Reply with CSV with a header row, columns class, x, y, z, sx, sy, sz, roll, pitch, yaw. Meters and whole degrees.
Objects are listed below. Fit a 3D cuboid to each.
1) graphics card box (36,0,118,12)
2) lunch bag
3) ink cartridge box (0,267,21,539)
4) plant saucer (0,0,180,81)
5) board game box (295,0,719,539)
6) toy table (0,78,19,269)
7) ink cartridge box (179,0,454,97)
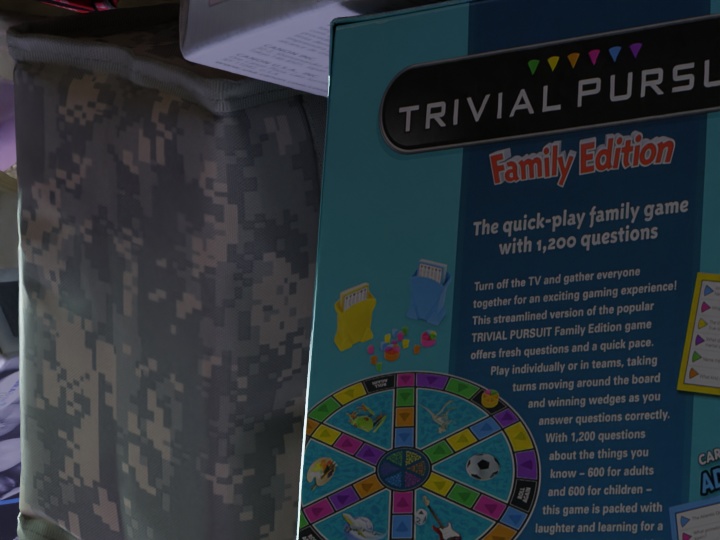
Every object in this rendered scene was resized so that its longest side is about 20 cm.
class,x,y,z,sx,sy,sz,roll,pitch,yaw
graphics card box,-0.167,-0.123,0.785,0.199,0.051,0.125,13,-177,-4
lunch bag,0.000,0.000,0.799,0.117,0.165,0.199,16,-158,41
ink cartridge box,-0.102,0.053,1.004,0.199,0.044,0.198,-8,155,-40
plant saucer,-0.051,-0.085,0.936,0.199,0.030,0.200,2,-168,0
board game box,0.057,0.037,0.565,0.150,0.201,0.047,-6,165,41
toy table,-0.173,-0.008,1.040,0.200,0.117,0.184,-18,162,-49
ink cartridge box,0.077,-0.071,0.647,0.162,0.057,0.200,13,161,-38
